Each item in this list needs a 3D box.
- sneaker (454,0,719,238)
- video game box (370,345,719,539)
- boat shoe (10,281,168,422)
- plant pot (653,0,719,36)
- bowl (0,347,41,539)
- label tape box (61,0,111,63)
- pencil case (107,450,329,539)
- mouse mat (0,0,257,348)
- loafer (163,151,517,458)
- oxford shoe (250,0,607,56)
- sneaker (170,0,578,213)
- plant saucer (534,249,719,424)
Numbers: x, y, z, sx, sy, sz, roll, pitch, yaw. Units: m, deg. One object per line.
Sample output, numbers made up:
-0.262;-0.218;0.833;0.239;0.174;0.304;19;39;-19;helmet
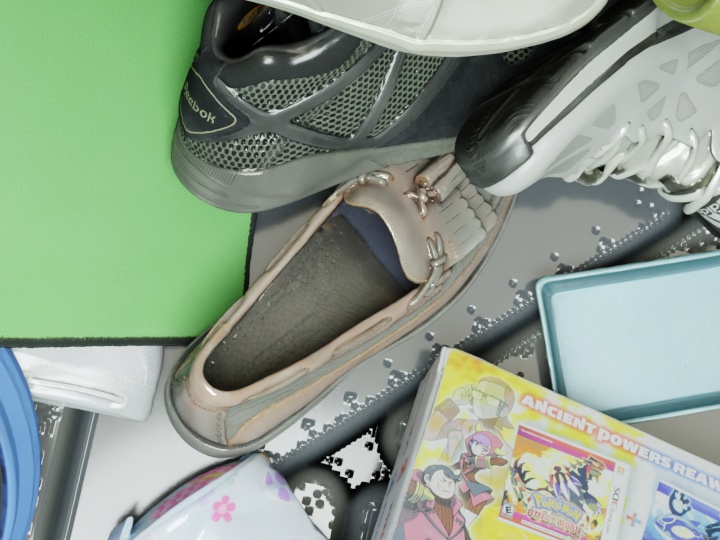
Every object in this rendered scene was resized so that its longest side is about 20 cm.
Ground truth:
0.128;-0.054;1.037;0.200;0.076;0.116;-37;97;-44;sneaker
0.095;0.150;1.031;0.199;0.047;0.183;24;58;-7;video game box
-0.182;0.034;1.056;0.199;0.072;0.069;4;85;-14;boat shoe
0.215;-0.152;1.003;0.199;0.187;0.188;-7;88;-21;plant pot
-0.232;0.079;1.021;0.200;0.039;0.202;0;111;0;bowl
-0.188;-0.178;1.011;0.199;0.066;0.144;16;86;-25;label tape box
-0.025;0.175;1.048;0.091;0.083;0.200;-33;89;-20;pencil case
-0.099;-0.068;1.022;0.160;0.008;0.201;2;96;-44;mouse mat
0.000;0.000;1.050;0.072;0.063;0.200;44;73;7;loafer
0.003;-0.129;0.944;0.199;0.058;0.076;10;63;-8;oxford shoe
0.015;-0.103;1.029;0.199;0.115;0.076;-20;54;-26;sneaker
0.178;0.022;1.103;0.199;0.019;0.070;-9;88;-4;plant saucer
